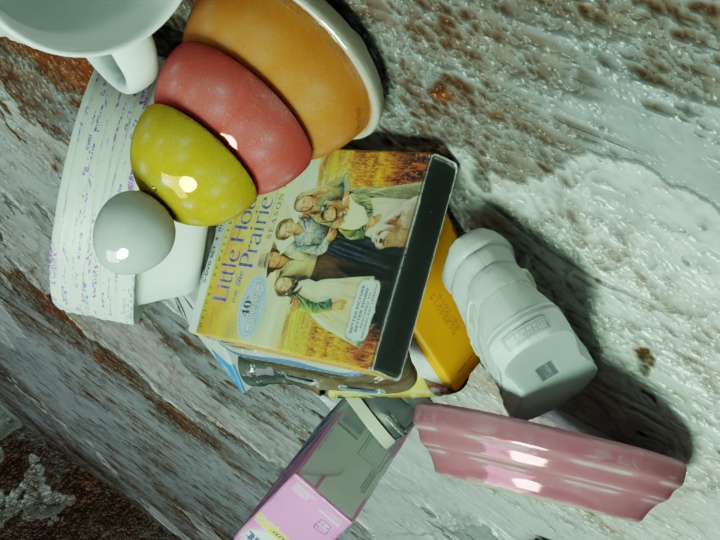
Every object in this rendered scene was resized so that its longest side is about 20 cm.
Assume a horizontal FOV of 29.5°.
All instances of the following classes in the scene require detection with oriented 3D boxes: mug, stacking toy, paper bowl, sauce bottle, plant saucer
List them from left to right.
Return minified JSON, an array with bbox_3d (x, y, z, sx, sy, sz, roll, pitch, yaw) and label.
[{"bbox_3d":[-0.187,-0.196,0.841,0.175,0.147,0.201,28,153,54],"label":"mug"},{"bbox_3d":[-0.158,-0.059,1.026,0.104,0.202,0.201,11,159,-3],"label":"paper bowl"},{"bbox_3d":[-0.093,-0.079,0.843,0.146,0.200,0.146,34,159,15],"label":"stacking toy"},{"bbox_3d":[-0.008,0.071,1.112,0.199,0.066,0.066,-3,137,33],"label":"sauce bottle"},{"bbox_3d":[0.132,0.141,0.990,0.199,0.051,0.201,14,172,2],"label":"plant saucer"}]

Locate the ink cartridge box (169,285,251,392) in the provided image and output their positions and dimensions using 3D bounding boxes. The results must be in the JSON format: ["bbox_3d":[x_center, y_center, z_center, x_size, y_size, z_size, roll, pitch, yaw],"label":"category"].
[{"bbox_3d":[-0.145,0.000,1.233,0.200,0.068,0.116,48,165,27],"label":"ink cartridge box"}]

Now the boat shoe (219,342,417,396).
[{"bbox_3d":[-0.038,0.056,0.997,0.199,0.072,0.072,15,151,52],"label":"boat shoe"}]

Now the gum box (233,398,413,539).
[{"bbox_3d":[-0.021,0.174,1.233,0.066,0.200,0.114,40,128,0],"label":"gum box"}]

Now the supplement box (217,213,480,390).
[{"bbox_3d":[0.000,0.000,1.026,0.199,0.074,0.126,19,151,46],"label":"supplement box"}]

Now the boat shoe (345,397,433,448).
[{"bbox_3d":[-0.010,0.056,1.192,0.201,0.063,0.073,56,-179,11],"label":"boat shoe"}]

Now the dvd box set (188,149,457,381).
[{"bbox_3d":[-0.031,-0.012,0.932,0.029,0.147,0.199,23,170,-41],"label":"dvd box set"}]

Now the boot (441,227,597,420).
[{"bbox_3d":[0.107,0.035,0.940,0.096,0.073,0.200,61,179,23],"label":"boot"}]

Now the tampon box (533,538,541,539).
[{"bbox_3d":[0.218,0.369,1.295,0.126,0.150,0.200,50,158,-26],"label":"tampon box"}]
